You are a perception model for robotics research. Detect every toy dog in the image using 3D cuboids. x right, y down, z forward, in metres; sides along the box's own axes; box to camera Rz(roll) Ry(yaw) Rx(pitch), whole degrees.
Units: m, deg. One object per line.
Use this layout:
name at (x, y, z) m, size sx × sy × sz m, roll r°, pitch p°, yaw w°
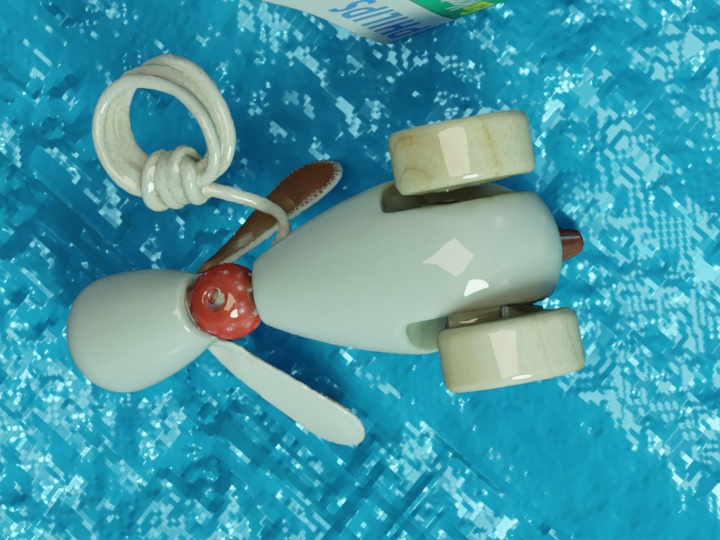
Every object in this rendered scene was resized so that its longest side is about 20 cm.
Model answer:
toy dog at (0.000, 0.000, 0.965) m, size 0.199 × 0.096 × 0.133 m, roll 12°, pitch 97°, yaw 29°

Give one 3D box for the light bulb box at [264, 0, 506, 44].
light bulb box at (0.053, -0.168, 0.879) m, size 0.199 × 0.198 × 0.126 m, roll -18°, pitch 85°, yaw 16°
